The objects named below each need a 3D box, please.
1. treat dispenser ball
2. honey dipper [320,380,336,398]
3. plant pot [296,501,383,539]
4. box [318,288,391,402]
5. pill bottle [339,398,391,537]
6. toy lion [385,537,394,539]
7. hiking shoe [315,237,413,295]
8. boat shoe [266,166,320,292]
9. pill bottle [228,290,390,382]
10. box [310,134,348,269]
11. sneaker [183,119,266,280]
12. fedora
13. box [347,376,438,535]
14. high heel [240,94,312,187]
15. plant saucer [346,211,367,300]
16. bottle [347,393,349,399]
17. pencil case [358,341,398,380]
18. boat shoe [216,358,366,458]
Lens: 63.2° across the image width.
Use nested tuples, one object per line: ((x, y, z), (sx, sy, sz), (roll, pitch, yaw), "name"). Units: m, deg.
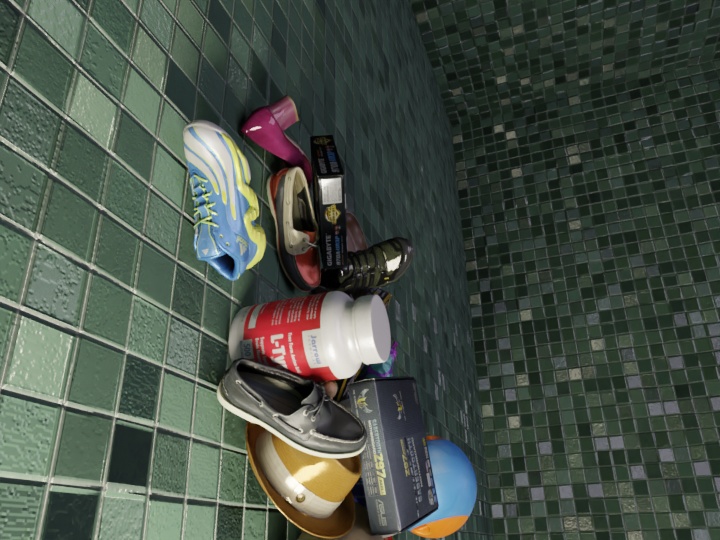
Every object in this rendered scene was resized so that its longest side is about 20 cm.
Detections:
((0.149, 0.459, 1.251), (0.200, 0.196, 0.206), (-10, 90, -72), "treat dispenser ball")
((-0.047, 0.206, 0.843), (0.202, 0.037, 0.039), (95, -1, -54), "honey dipper")
((-0.029, 0.416, 0.800), (0.200, 0.183, 0.192), (-86, 162, -77), "plant pot")
((-0.009, 0.130, 1.053), (0.200, 0.048, 0.163), (-40, 152, -70), "box")
((0.016, 0.315, 0.958), (0.115, 0.113, 0.206), (-2, 87, -72), "pill bottle")
((0.039, 0.563, 1.096), (0.193, 0.067, 0.203), (-83, 157, -59), "toy lion")
((0.000, 0.000, 1.025), (0.077, 0.197, 0.100), (67, 17, 12), "hiking shoe")
((-0.097, -0.065, 0.946), (0.071, 0.062, 0.205), (-21, 101, -49), "boat shoe")
((-0.064, 0.090, 0.773), (0.112, 0.195, 0.115), (-10, 90, -72), "pill bottle")
((-0.055, -0.123, 1.003), (0.201, 0.045, 0.162), (-105, -168, -58), "box")
((-0.173, -0.076, 0.722), (0.106, 0.074, 0.203), (-75, 151, -52), "sneaker")
((-0.060, 0.244, 0.769), (0.200, 0.082, 0.201), (44, 12, -12), "fedora")
((0.051, 0.261, 0.855), (0.157, 0.050, 0.205), (19, 58, -61), "box")
((-0.139, -0.188, 0.968), (0.067, 0.095, 0.202), (41, -23, 34), "high heel")
((-0.022, -0.020, 1.241), (0.200, 0.031, 0.206), (-10, 91, -73), "plant saucer")
((0.002, 0.319, 1.082), (0.084, 0.064, 0.205), (45, 39, -64), "bottle")
((0.041, 0.253, 1.197), (0.085, 0.090, 0.205), (33, 49, -66), "pencil case")
((-0.076, 0.160, 0.710), (0.067, 0.196, 0.075), (-65, 178, 36), "boat shoe")
